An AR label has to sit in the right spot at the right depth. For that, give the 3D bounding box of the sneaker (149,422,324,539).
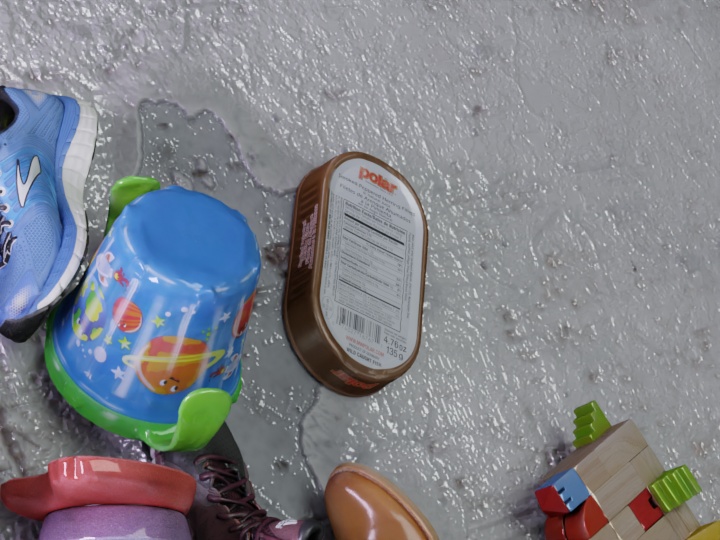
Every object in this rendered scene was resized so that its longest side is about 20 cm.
[{"bbox_3d":[-0.069,0.161,1.420,0.075,0.115,0.201,-1,69,-43],"label":"sneaker"}]

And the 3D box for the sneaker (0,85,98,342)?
[{"bbox_3d":[-0.232,-0.041,1.426,0.089,0.079,0.201,19,47,-25],"label":"sneaker"}]

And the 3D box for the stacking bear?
[{"bbox_3d":[-0.155,0.226,1.319,0.113,0.121,0.201,9,71,-31],"label":"stacking bear"}]

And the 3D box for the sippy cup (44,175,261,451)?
[{"bbox_3d":[-0.128,0.021,1.406,0.178,0.131,0.140,39,42,14],"label":"sippy cup"}]

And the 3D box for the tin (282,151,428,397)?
[{"bbox_3d":[0.000,0.000,1.633,0.112,0.042,0.201,29,50,-33],"label":"tin"}]

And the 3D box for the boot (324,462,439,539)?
[{"bbox_3d":[-0.006,0.242,1.469,0.154,0.074,0.201,-23,81,-42],"label":"boot"}]

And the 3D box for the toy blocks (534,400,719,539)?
[{"bbox_3d":[0.195,0.217,1.660,0.137,0.100,0.200,-34,92,-36],"label":"toy blocks"}]
